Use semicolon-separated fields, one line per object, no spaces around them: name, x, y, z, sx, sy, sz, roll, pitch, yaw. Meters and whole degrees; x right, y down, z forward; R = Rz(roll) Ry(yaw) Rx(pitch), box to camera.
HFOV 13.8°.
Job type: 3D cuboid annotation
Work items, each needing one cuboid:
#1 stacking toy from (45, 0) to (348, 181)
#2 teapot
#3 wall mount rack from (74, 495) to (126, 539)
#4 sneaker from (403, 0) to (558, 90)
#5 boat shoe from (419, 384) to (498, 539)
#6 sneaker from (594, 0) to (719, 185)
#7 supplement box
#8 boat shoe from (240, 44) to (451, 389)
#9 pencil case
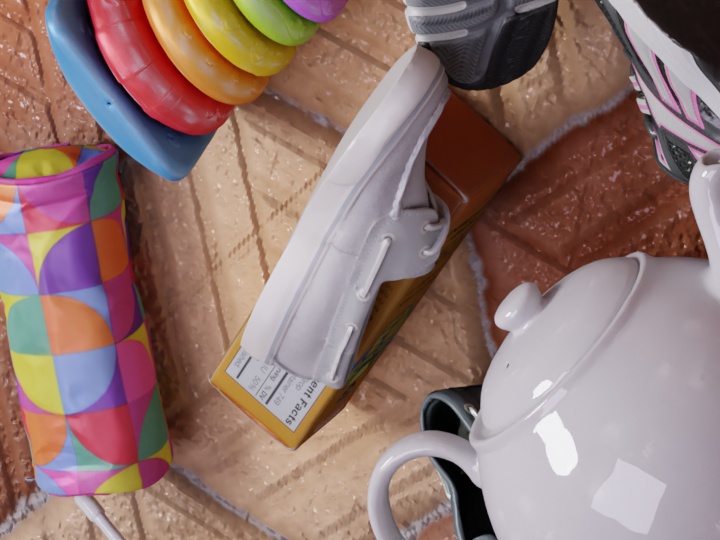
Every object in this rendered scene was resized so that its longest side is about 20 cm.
stacking toy;-0.048;-0.146;1.485;0.200;0.110;0.116;-30;108;27
teapot;0.118;0.065;1.388;0.146;0.200;0.197;41;159;-8
wall mount rack;-0.104;0.217;1.664;0.174;0.075;0.200;23;124;-4
sneaker;0.047;-0.192;1.404;0.075;0.116;0.200;-10;127;2
boat shoe;0.068;0.149;1.490;0.073;0.062;0.200;-34;55;42
sneaker;0.155;-0.085;1.387;0.200;0.080;0.086;52;139;10
supplement box;0.000;0.000;1.529;0.069;0.067;0.200;42;127;8
boat shoe;0.006;-0.020;1.436;0.068;0.072;0.200;28;121;-2
pencil case;-0.156;0.028;1.633;0.088;0.088;0.200;4;111;32
